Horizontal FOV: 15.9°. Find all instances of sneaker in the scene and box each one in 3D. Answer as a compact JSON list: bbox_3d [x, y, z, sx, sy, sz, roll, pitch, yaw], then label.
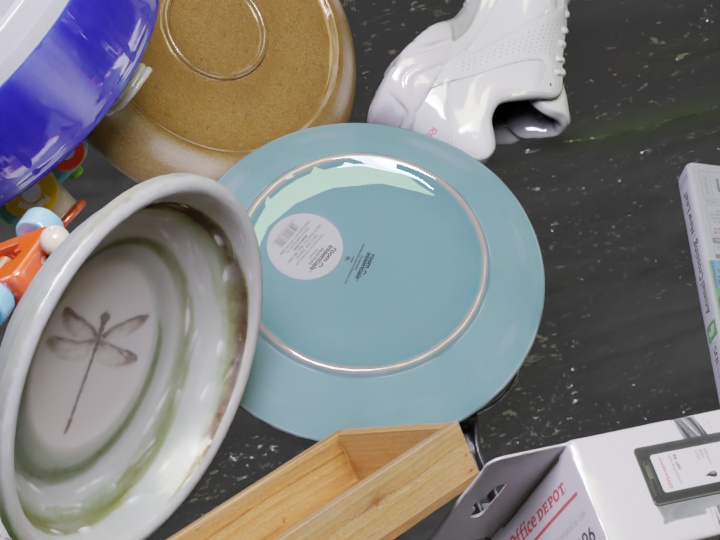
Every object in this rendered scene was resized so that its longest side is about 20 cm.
[{"bbox_3d":[0.092,-0.123,1.529,0.099,0.078,0.200,38,58,7],"label":"sneaker"}]

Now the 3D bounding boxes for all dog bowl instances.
[{"bbox_3d":[-0.204,-0.121,1.337,0.079,0.200,0.200,46,36,-35],"label":"dog bowl"}]

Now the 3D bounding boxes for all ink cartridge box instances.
[{"bbox_3d":[0.144,0.127,1.286,0.200,0.116,0.068,-9,63,-24],"label":"ink cartridge box"}]

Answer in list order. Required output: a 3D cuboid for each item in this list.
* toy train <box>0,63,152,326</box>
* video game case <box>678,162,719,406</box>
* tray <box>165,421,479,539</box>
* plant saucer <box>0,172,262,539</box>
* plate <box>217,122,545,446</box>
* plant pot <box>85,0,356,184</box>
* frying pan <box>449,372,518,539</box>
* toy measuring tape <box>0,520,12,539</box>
[{"bbox_3d":[-0.166,-0.019,1.318,0.056,0.150,0.200,52,38,-22],"label":"toy train"},{"bbox_3d":[0.292,0.021,1.494,0.200,0.022,0.182,7,49,-13],"label":"video game case"},{"bbox_3d":[-0.045,0.135,1.236,0.200,0.099,0.037,-32,104,-35],"label":"tray"},{"bbox_3d":[-0.123,0.044,1.234,0.050,0.200,0.200,20,44,28],"label":"plant saucer"},{"bbox_3d":[0.000,0.000,1.374,0.200,0.026,0.200,1,61,-1],"label":"plate"},{"bbox_3d":[-0.086,-0.133,1.451,0.200,0.027,0.200,11,65,-25],"label":"plant pot"},{"bbox_3d":[0.031,0.060,1.374,0.115,0.031,0.190,11,46,-6],"label":"frying pan"},{"bbox_3d":[-0.174,0.158,1.191,0.074,0.074,0.200,15,48,-5],"label":"toy measuring tape"}]
